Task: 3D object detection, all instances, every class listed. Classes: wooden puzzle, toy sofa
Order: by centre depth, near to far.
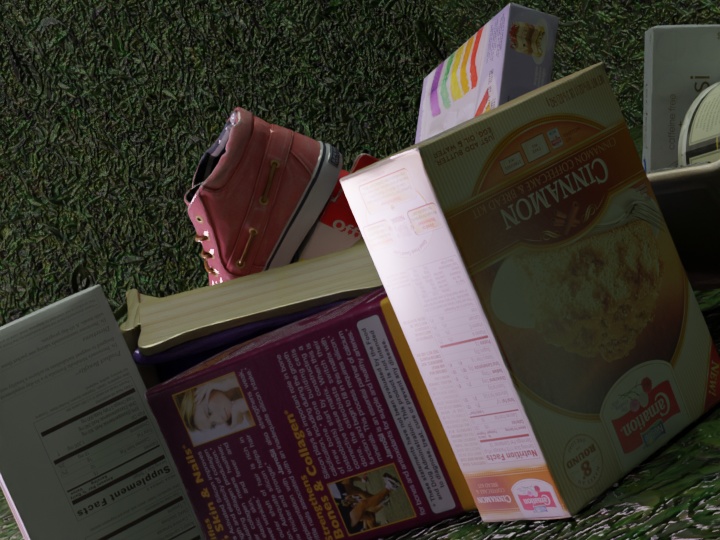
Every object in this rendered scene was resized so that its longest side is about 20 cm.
[{"bbox_3d":[0.202,-0.027,0.930,0.199,0.038,0.185,-13,-28,32],"label":"wooden puzzle"},{"bbox_3d":[-0.065,0.046,0.953,0.198,0.083,0.098,-15,27,-5],"label":"toy sofa"}]

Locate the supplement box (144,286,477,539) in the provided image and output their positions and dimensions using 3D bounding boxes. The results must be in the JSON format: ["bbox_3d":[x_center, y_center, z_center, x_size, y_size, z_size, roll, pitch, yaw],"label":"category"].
[{"bbox_3d":[-0.011,0.092,0.817,0.199,0.132,0.103,-21,4,28],"label":"supplement box"}]

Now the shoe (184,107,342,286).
[{"bbox_3d":[-0.098,-0.024,1.008,0.201,0.090,0.072,-59,18,23],"label":"shoe"}]

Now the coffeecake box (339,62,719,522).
[{"bbox_3d":[0.100,0.010,0.727,0.153,0.202,0.073,-27,7,-37],"label":"coffeecake box"}]

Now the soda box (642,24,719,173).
[{"bbox_3d":[0.274,-0.104,1.132,0.067,0.202,0.064,0,6,6],"label":"soda box"}]

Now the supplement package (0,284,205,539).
[{"bbox_3d":[-0.192,0.125,0.909,0.109,0.202,0.114,-25,4,-18],"label":"supplement package"}]

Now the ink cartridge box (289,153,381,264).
[{"bbox_3d":[0.000,0.000,1.039,0.201,0.115,0.067,-60,19,24],"label":"ink cartridge box"}]

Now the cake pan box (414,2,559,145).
[{"bbox_3d":[0.096,-0.096,1.124,0.052,0.202,0.184,13,-15,-15],"label":"cake pan box"}]

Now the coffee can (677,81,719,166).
[{"bbox_3d":[0.357,-0.097,0.999,0.146,0.148,0.200,-26,5,-27],"label":"coffee can"}]
